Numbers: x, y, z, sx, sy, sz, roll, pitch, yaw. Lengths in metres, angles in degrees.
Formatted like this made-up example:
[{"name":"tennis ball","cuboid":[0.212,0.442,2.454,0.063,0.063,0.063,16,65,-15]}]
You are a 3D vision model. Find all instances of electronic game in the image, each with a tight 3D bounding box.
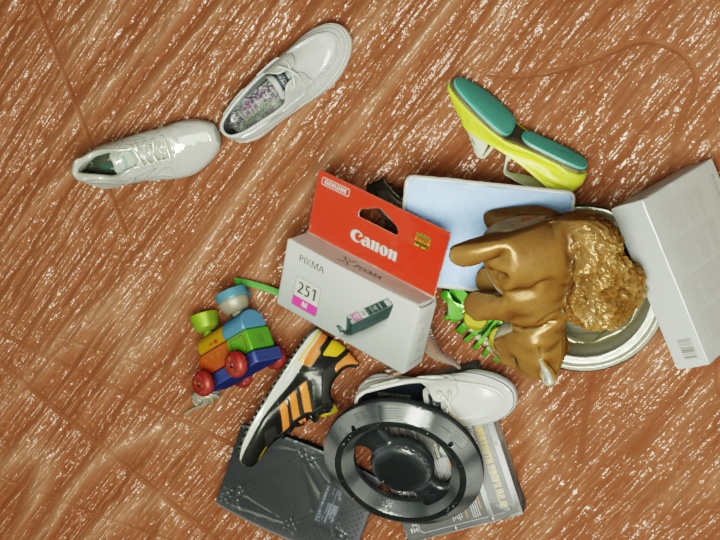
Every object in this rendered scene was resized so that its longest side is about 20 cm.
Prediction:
[{"name":"electronic game","cuboid":[0.052,0.236,1.390,0.199,0.042,0.200,8,125,11]}]

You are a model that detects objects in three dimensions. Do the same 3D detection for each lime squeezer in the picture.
[{"name":"lime squeezer","cuboid":[-0.062,0.009,1.460,0.200,0.038,0.071,-22,64,15]}]

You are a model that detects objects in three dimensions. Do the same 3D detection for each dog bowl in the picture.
[{"name":"dog bowl","cuboid":[0.267,0.016,1.368,0.200,0.074,0.201,2,101,11]}]

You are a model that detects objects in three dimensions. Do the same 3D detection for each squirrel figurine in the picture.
[{"name":"squirrel figurine","cuboid":[0.214,0.031,1.252,0.199,0.142,0.187,-7,107,20]}]

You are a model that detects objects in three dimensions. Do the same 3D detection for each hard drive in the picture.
[{"name":"hard drive","cuboid":[-0.080,0.289,1.503,0.200,0.042,0.135,21,103,8]}]

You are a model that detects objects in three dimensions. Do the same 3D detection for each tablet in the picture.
[{"name":"tablet","cuboid":[0.145,-0.039,1.328,0.199,0.014,0.131,6,100,3]}]

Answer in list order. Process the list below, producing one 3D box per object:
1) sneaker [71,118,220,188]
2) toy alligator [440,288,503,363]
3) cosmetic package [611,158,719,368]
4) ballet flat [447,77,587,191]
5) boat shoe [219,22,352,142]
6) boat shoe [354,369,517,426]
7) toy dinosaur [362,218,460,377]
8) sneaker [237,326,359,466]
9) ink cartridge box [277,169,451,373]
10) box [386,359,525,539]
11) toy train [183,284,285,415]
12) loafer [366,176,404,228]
[{"name":"sneaker","cuboid":[-0.274,-0.142,1.447,0.200,0.080,0.071,-15,95,12]},{"name":"toy alligator","cuboid":[0.132,0.057,1.409,0.200,0.059,0.054,39,105,3]},{"name":"cosmetic package","cuboid":[0.384,-0.009,1.302,0.052,0.151,0.200,-17,98,54]},{"name":"ballet flat","cuboid":[0.177,-0.151,1.365,0.200,0.067,0.067,34,126,2]},{"name":"boat shoe","cuboid":[-0.096,-0.231,1.399,0.200,0.069,0.072,-33,92,15]},{"name":"boat shoe","cuboid":[0.090,0.163,1.384,0.199,0.065,0.074,-5,98,13]},{"name":"toy dinosaur","cuboid":[0.048,0.040,1.387,0.200,0.086,0.136,43,126,24]},{"name":"sneaker","cuboid":[-0.078,0.176,1.450,0.090,0.070,0.200,31,85,0]},{"name":"ink cartridge box","cuboid":[0.000,0.000,1.331,0.200,0.044,0.174,27,122,28]},{"name":"box","cuboid":[0.106,0.232,1.452,0.158,0.048,0.200,-18,96,13]},{"name":"toy train","cuboid":[-0.195,0.105,1.484,0.200,0.085,0.116,-31,74,39]},{"name":"loafer","cuboid":[0.099,-0.062,1.395,0.200,0.073,0.071,33,99,-4]}]
